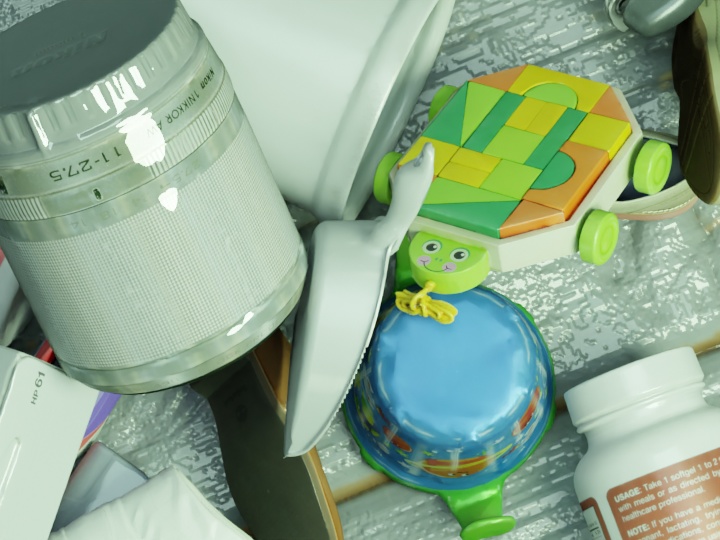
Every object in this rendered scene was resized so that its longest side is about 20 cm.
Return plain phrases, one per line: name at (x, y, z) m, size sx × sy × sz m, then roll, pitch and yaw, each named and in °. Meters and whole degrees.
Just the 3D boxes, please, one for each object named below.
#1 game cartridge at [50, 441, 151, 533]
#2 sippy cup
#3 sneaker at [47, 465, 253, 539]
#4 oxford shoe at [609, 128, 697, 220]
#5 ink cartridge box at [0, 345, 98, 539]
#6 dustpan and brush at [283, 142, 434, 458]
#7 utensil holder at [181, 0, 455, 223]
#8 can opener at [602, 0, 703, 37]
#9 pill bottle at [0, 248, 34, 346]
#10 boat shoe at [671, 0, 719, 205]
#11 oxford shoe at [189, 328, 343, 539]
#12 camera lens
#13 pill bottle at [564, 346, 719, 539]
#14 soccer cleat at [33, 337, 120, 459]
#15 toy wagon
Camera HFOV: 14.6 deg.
game cartridge at (-0.119, 0.215, 1.733) m, size 0.200 × 0.042 × 0.133 m, roll 34°, pitch 78°, yaw 5°
sippy cup at (0.055, 0.064, 1.708) m, size 0.178 × 0.130 × 0.140 m, roll 41°, pitch 83°, yaw 6°
sneaker at (-0.092, 0.214, 1.679) m, size 0.115 × 0.074 × 0.200 m, roll -32°, pitch 81°, yaw -2°
oxford shoe at (0.117, -0.063, 1.756) m, size 0.199 × 0.074 × 0.071 m, roll -7°, pitch 81°, yaw -1°
ink cartridge box at (-0.271, 0.106, 1.678) m, size 0.200 × 0.085 × 0.145 m, roll 13°, pitch 80°, yaw 36°
dustpan and brush at (0.000, 0.000, 1.638) m, size 0.057 × 0.200 × 0.140 m, roll 8°, pitch 42°, yaw -5°
utensil holder at (-0.065, -0.142, 1.721) m, size 0.200 × 0.170 × 0.170 m, roll 25°, pitch 82°, yaw 5°
can opener at (0.233, -0.214, 1.768) m, size 0.200 × 0.053 × 0.067 m, roll -40°, pitch 54°, yaw -16°
pill bottle at (-0.279, -0.048, 1.730) m, size 0.200 × 0.120 × 0.120 m, roll 29°, pitch 82°, yaw 5°
boat shoe at (0.230, -0.108, 1.719) m, size 0.062 × 0.073 × 0.200 m, roll 10°, pitch 37°, yaw -5°
oxford shoe at (-0.049, 0.093, 1.734) m, size 0.071 × 0.071 × 0.200 m, roll -29°, pitch 79°, yaw 40°
camera lens at (-0.131, -0.042, 1.612) m, size 0.160 × 0.160 × 0.200 m, roll -26°, pitch 117°, yaw -4°
pill bottle at (0.197, 0.153, 1.703) m, size 0.112 × 0.112 × 0.200 m, roll -19°, pitch 82°, yaw -3°
soccer cleat at (-0.154, 0.031, 1.741) m, size 0.068 × 0.073 × 0.200 m, roll 31°, pitch 83°, yaw 4°
toy wagon at (0.085, -0.047, 1.678) m, size 0.155 × 0.040 × 0.200 m, roll 17°, pitch 48°, yaw 28°
